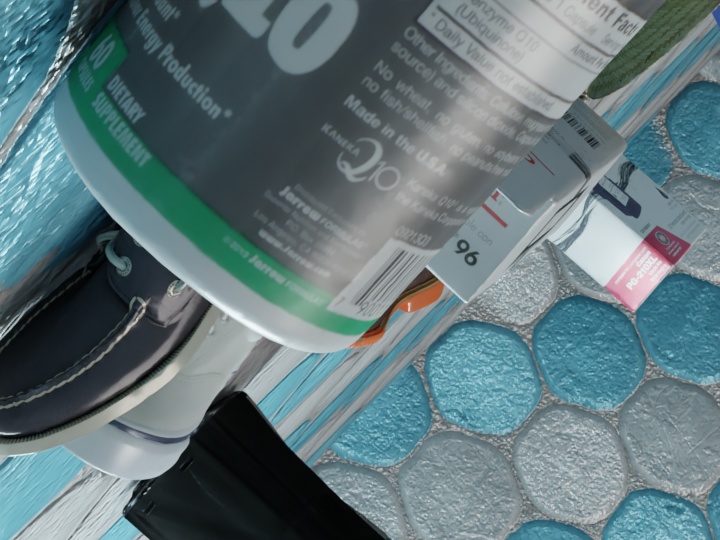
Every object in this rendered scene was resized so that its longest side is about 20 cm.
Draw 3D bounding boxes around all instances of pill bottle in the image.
[{"bbox_3d":[0.018,-0.085,0.512,0.200,0.113,0.113,-48,174,14],"label":"pill bottle"}]

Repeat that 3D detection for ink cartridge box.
[{"bbox_3d":[0.284,-0.066,2.181,0.084,0.200,0.145,-53,172,31],"label":"ink cartridge box"},{"bbox_3d":[0.044,-0.058,0.875,0.068,0.116,0.200,-50,173,22],"label":"ink cartridge box"}]

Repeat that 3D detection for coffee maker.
[{"bbox_3d":[-0.065,0.196,1.395,0.135,0.200,0.192,-48,177,-3],"label":"coffee maker"}]

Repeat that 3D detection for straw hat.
[{"bbox_3d":[0.147,-0.184,0.931,0.201,0.085,0.201,-47,-172,8],"label":"straw hat"}]

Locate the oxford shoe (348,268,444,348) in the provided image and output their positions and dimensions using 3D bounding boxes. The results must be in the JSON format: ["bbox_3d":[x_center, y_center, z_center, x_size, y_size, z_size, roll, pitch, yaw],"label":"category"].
[{"bbox_3d":[0.000,0.000,1.311,0.200,0.071,0.073,-32,136,-59],"label":"oxford shoe"}]

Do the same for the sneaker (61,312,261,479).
[{"bbox_3d":[-0.086,0.028,0.817,0.071,0.073,0.200,-57,-179,16],"label":"sneaker"}]

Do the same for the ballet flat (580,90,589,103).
[{"bbox_3d":[0.131,-0.108,1.526,0.067,0.046,0.200,-40,171,-46],"label":"ballet flat"}]

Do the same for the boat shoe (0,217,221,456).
[{"bbox_3d":[-0.075,-0.014,0.706,0.200,0.073,0.063,-40,130,-12],"label":"boat shoe"}]

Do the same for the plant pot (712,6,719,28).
[{"bbox_3d":[0.316,-0.251,1.229,0.200,0.180,0.200,-41,173,-45],"label":"plant pot"}]
